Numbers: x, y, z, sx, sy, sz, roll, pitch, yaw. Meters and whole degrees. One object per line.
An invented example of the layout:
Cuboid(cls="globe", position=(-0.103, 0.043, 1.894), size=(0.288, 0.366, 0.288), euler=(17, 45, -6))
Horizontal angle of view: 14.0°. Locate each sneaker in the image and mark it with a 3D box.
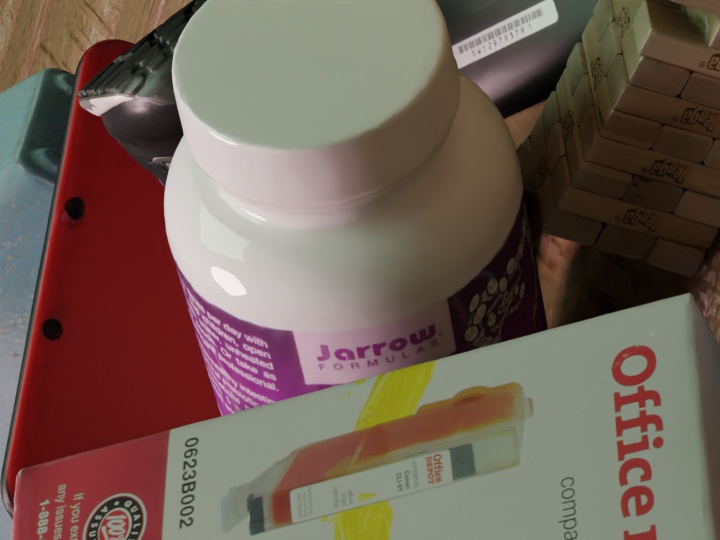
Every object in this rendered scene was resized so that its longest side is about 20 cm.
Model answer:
Cuboid(cls="sneaker", position=(-0.042, -0.048, 1.023), size=(0.076, 0.088, 0.200), euler=(-37, 2, -1))

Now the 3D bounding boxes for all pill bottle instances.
Cuboid(cls="pill bottle", position=(0.000, 0.000, 0.931), size=(0.200, 0.112, 0.112), euler=(76, -168, -48))

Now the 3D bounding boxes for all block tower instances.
Cuboid(cls="block tower", position=(0.112, -0.088, 0.879), size=(0.058, 0.054, 0.200), euler=(-93, 23, -51))

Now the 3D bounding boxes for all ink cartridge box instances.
Cuboid(cls="ink cartridge box", position=(0.012, 0.104, 0.765), size=(0.083, 0.200, 0.145), euler=(58, -157, -44))

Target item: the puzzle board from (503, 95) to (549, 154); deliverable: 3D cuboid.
Cuboid(cls="puzzle board", position=(0.042, -0.111, 1.071), size=(0.151, 0.017, 0.200), euler=(-49, 37, 15))

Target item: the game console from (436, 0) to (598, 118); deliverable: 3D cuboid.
Cuboid(cls="game console", position=(0.068, -0.144, 1.032), size=(0.200, 0.116, 0.176), euler=(-24, 79, 42))

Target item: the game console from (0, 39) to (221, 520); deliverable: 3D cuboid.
Cuboid(cls="game console", position=(-0.074, 0.026, 1.228), size=(0.172, 0.119, 0.200), euler=(113, 167, -78))

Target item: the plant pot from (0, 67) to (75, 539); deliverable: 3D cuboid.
Cuboid(cls="plant pot", position=(-0.139, 0.027, 1.368), size=(0.200, 0.196, 0.196), euler=(-61, 11, 26))
